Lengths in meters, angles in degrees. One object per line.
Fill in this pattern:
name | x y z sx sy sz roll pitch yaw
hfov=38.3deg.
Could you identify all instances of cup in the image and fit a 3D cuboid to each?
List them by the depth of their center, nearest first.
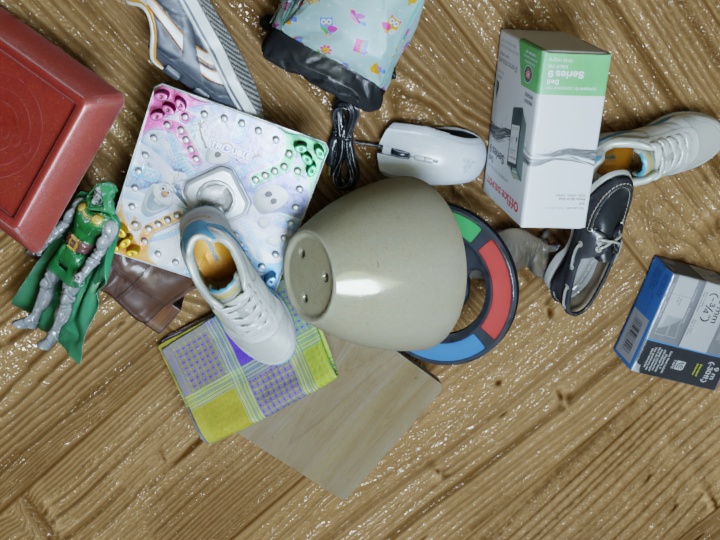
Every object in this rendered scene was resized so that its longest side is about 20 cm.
cup | 0.000 0.000 1.150 0.142 0.200 0.202 -8 116 -37

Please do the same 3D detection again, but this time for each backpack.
backpack | 0.001 -0.286 1.109 0.166 0.127 0.201 25 102 -16

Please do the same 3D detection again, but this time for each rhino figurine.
rhino figurine | 0.174 -0.012 1.291 0.198 0.060 0.088 -3 115 -12

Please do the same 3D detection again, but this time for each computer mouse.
computer mouse | 0.060 -0.140 1.223 0.198 0.044 0.111 4 110 -13

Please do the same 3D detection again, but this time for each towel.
towel | -0.135 0.107 1.237 0.199 0.023 0.144 -26 81 14

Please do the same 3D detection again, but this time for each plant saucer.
plant saucer | -0.376 -0.152 1.085 0.199 0.037 0.201 35 103 7

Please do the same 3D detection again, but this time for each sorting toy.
sorting toy | -0.036 0.154 1.307 0.198 0.070 0.200 37 100 -22

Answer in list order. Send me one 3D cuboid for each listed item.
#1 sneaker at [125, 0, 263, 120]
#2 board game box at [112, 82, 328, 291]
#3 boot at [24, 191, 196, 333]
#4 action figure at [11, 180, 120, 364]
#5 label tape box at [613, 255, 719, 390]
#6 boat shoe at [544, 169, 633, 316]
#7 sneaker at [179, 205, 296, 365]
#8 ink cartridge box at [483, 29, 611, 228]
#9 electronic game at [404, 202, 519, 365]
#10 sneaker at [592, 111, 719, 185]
sneaker | -0.177 -0.234 1.120 0.079 0.079 0.201 -23 120 10
board game box | -0.159 -0.078 1.140 0.199 0.026 0.201 18 109 -12
boot | -0.263 -0.045 1.190 0.200 0.064 0.187 36 98 -17
action figure | -0.313 -0.011 1.129 0.118 0.055 0.201 34 107 16
label tape box | 0.460 0.078 1.383 0.199 0.063 0.145 14 109 -16
boat shoe | 0.278 -0.029 1.234 0.073 0.061 0.201 -1 135 -25
sneaker | -0.136 0.029 1.127 0.076 0.081 0.201 -30 112 5
ink cartridge box | 0.209 -0.163 1.189 0.083 0.146 0.202 -1 111 -12
electronic game | 0.092 0.017 1.235 0.199 0.042 0.202 8 108 25
sneaker | 0.354 -0.140 1.257 0.198 0.081 0.077 -14 112 -7
